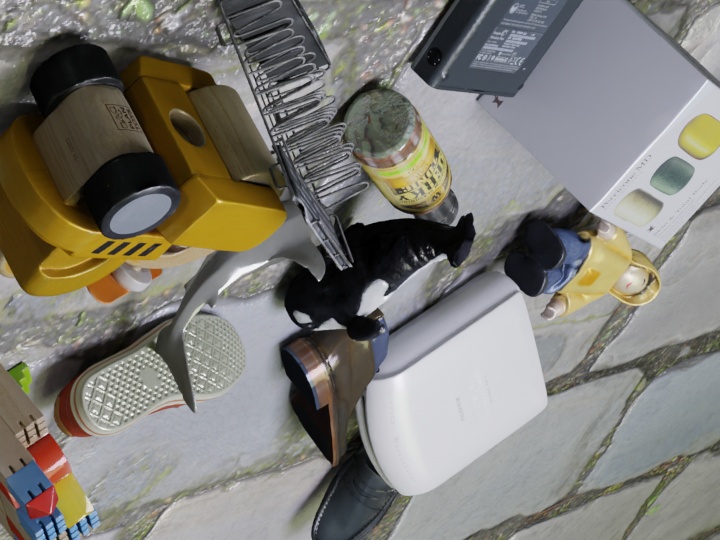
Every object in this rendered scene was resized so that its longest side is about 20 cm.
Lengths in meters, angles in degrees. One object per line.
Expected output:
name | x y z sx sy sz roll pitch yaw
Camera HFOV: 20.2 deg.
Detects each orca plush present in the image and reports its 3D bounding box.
orca plush | 0.000 0.000 1.685 0.199 0.106 0.071 -8 161 43

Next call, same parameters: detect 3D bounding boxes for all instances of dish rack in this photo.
dish rack | -0.040 -0.104 1.378 0.054 0.201 0.153 -23 156 7

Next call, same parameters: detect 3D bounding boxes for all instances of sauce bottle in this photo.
sauce bottle | 0.041 -0.086 1.676 0.065 0.065 0.200 -44 156 0

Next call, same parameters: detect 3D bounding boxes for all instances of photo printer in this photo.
photo printer | 0.084 0.117 1.996 0.199 0.069 0.167 -32 128 -23

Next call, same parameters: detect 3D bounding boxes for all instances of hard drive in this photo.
hard drive | 0.139 -0.231 1.633 0.139 0.033 0.200 -1 132 -56

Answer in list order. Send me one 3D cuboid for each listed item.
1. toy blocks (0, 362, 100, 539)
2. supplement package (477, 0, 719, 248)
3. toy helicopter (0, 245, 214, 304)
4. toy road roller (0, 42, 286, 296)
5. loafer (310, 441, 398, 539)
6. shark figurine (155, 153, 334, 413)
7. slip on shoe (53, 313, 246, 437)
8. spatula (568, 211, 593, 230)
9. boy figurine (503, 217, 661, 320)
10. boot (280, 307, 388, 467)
toy blocks | -0.252 0.154 1.518 0.100 0.137 0.200 -34 154 -20
supplement package | 0.235 -0.136 1.785 0.152 0.151 0.200 -48 155 11
toy helicopter | -0.177 -0.023 1.461 0.199 0.079 0.132 -11 150 -33
toy road roller | -0.162 -0.056 1.357 0.146 0.123 0.199 -41 156 27
loafer | 0.013 0.208 2.081 0.201 0.068 0.070 -54 170 5
shark figurine | -0.077 0.002 1.581 0.214 0.089 0.129 -44 155 -29
slip on shoe | -0.169 0.086 1.639 0.061 0.075 0.200 -19 -176 43
spatula | 0.229 -0.059 2.053 0.056 0.021 0.201 -10 138 -45
boy figurine | 0.229 0.002 2.049 0.199 0.064 0.125 12 119 -48
boot | -0.011 0.110 1.892 0.097 0.075 0.200 -34 152 -15
